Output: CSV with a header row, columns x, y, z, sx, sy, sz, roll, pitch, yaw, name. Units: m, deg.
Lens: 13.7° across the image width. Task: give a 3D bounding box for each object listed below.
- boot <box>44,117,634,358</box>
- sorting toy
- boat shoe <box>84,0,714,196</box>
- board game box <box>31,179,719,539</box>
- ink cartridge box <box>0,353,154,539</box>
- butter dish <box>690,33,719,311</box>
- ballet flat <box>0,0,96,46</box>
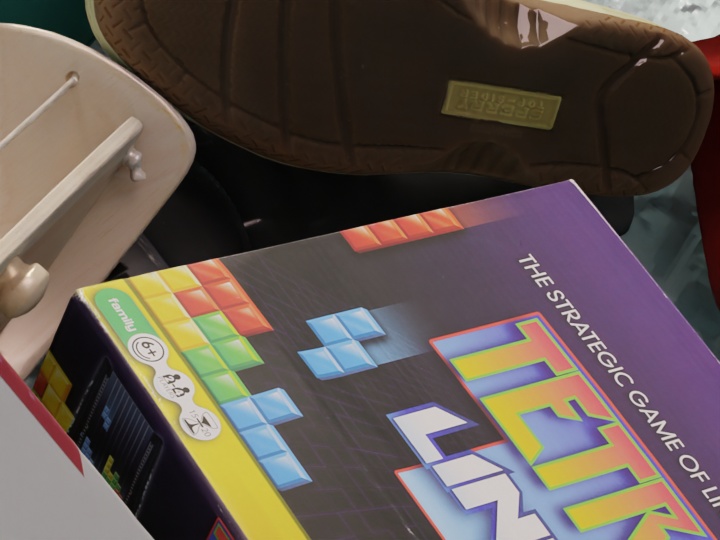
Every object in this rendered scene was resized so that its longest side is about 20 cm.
x,y,z,sx,sy,sz,roll,pitch,yaw,name
0.000,-0.001,0.888,0.199,0.066,0.165,-11,61,-38,boot
-0.163,-0.019,0.731,0.180,0.107,0.200,39,27,-1,sorting toy
0.003,-0.065,0.859,0.199,0.072,0.076,16,11,-32,boat shoe
0.038,0.076,0.728,0.165,0.057,0.200,-15,55,-37,board game box
-0.150,0.110,0.593,0.145,0.199,0.145,56,26,-43,ink cartridge box
0.197,0.000,0.929,0.199,0.200,0.149,5,91,-38,butter dish
-0.158,-0.062,0.850,0.200,0.073,0.073,-33,73,-35,ballet flat
